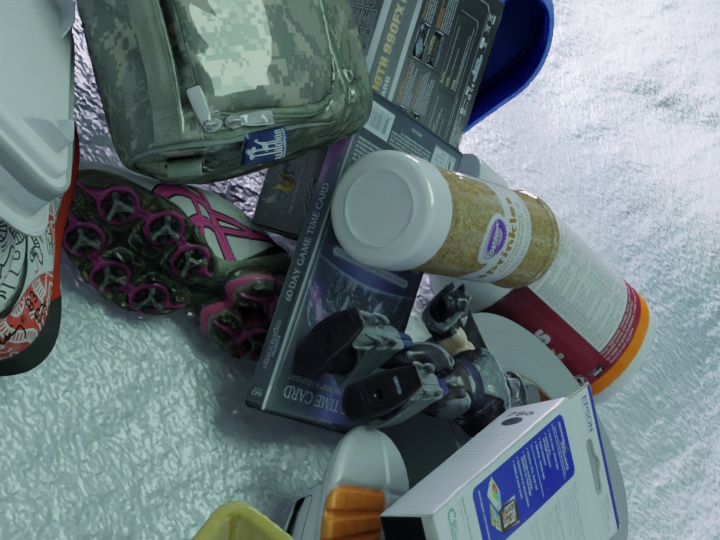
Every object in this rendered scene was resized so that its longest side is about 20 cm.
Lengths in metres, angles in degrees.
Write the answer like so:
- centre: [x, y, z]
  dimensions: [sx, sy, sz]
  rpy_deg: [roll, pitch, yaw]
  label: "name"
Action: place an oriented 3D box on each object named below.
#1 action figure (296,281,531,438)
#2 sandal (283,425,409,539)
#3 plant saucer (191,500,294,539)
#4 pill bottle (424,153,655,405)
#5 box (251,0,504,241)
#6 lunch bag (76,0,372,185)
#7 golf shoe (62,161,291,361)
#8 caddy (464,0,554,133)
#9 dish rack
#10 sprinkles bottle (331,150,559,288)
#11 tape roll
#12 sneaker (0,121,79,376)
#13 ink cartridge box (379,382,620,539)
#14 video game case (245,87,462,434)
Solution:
- centre: [0.054, 0.069, 1.000]
  dimensions: [0.200, 0.069, 0.130]
  rpy_deg: [12, 42, -54]
  label: "action figure"
- centre: [-0.024, 0.186, 0.923]
  dimensions: [0.079, 0.059, 0.207]
  rpy_deg: [36, 57, -48]
  label: "sandal"
- centre: [-0.047, 0.239, 0.745]
  dimensions: [0.200, 0.048, 0.200]
  rpy_deg: [40, 79, -9]
  label: "plant saucer"
- centre: [0.122, 0.009, 1.232]
  dimensions: [0.200, 0.110, 0.110]
  rpy_deg: [40, 35, -25]
  label: "pill bottle"
- centre: [0.015, -0.105, 1.055]
  dimensions: [0.158, 0.048, 0.200]
  rpy_deg: [16, 91, -61]
  label: "box"
- centre: [-0.089, -0.146, 0.889]
  dimensions: [0.168, 0.139, 0.200]
  rpy_deg: [-9, 84, -72]
  label: "lunch bag"
- centre: [-0.112, -0.016, 0.976]
  dimensions: [0.200, 0.073, 0.092]
  rpy_deg: [34, 22, -44]
  label: "golf shoe"
- centre: [0.050, -0.173, 1.226]
  dimensions: [0.141, 0.200, 0.105]
  rpy_deg: [50, 15, -12]
  label: "caddy"
- centre: [-0.191, -0.127, 0.786]
  dimensions: [0.172, 0.044, 0.200]
  rpy_deg: [48, 17, -33]
  label: "dish rack"
- centre: [0.057, -0.028, 1.011]
  dimensions: [0.200, 0.068, 0.068]
  rpy_deg: [8, 55, -61]
  label: "sprinkles bottle"
- centre: [0.100, 0.132, 1.131]
  dimensions: [0.200, 0.066, 0.200]
  rpy_deg: [34, 39, -33]
  label: "tape roll"
- centre: [-0.193, -0.056, 0.838]
  dimensions: [0.108, 0.067, 0.202]
  rpy_deg: [69, 14, -62]
  label: "sneaker"
- centre: [0.084, 0.142, 0.915]
  dimensions: [0.200, 0.039, 0.100]
  rpy_deg: [-27, 107, -54]
  label: "ink cartridge box"
- centre: [0.000, 0.000, 1.012]
  dimensions: [0.143, 0.019, 0.200]
  rpy_deg: [26, 82, -61]
  label: "video game case"
